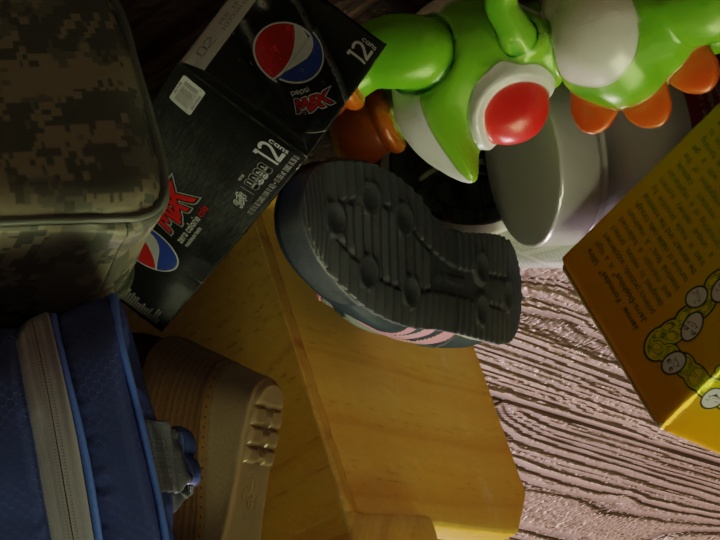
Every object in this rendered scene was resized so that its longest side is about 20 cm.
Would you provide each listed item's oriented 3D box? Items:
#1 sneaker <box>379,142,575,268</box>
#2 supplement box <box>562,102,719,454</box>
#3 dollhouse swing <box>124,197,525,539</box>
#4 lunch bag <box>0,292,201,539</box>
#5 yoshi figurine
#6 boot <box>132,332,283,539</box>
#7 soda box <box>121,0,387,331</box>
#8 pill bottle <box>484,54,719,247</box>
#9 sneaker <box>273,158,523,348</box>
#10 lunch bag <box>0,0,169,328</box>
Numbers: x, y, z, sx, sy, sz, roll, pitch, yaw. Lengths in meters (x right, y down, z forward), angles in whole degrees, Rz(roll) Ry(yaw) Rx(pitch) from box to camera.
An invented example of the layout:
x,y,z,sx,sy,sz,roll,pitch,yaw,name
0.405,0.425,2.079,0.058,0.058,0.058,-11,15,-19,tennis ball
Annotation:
x,y,z,sx,sy,sz,roll,pitch,yaw,name
0.086,-0.034,1.078,0.200,0.074,0.079,6,154,-29,sneaker
0.208,-0.018,0.913,0.109,0.110,0.200,24,118,-41,supplement box
-0.042,0.078,1.057,0.182,0.200,0.176,-25,157,14,dollhouse swing
-0.126,0.092,0.807,0.132,0.136,0.200,-9,171,-7,lunch bag
0.069,-0.116,0.905,0.200,0.112,0.112,-11,116,17,yoshi figurine
-0.128,0.124,0.949,0.166,0.200,0.072,8,166,29,boot
-0.064,-0.049,0.883,0.063,0.071,0.200,36,150,-6,soda box
0.168,-0.064,1.013,0.200,0.112,0.112,-7,151,-20,pill bottle
0.000,0.000,0.946,0.082,0.070,0.200,-2,164,29,sneaker
-0.195,-0.026,0.824,0.200,0.139,0.168,-4,148,-26,lunch bag
